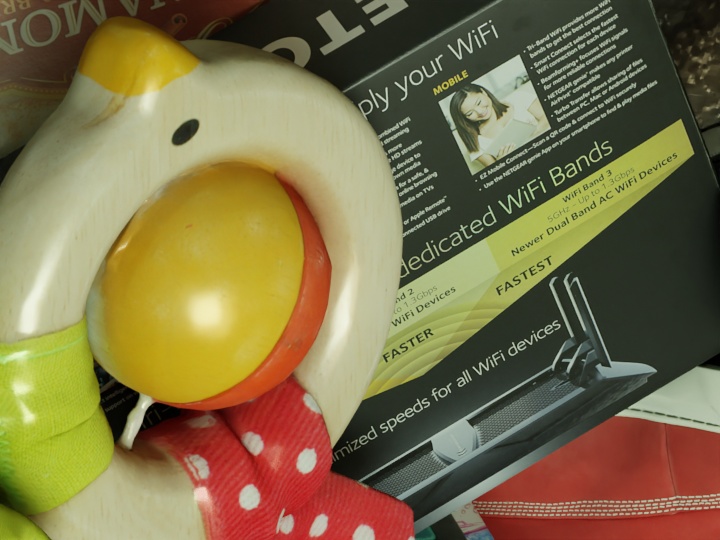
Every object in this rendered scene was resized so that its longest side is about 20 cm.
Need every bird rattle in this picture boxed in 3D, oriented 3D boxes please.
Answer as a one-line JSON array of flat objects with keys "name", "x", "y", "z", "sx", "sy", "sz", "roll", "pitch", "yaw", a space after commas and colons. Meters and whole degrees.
[{"name": "bird rattle", "x": -0.042, "y": 0.028, "z": 0.706, "sx": 0.200, "sy": 0.113, "sz": 0.164, "roll": 25, "pitch": 92, "yaw": -40}]

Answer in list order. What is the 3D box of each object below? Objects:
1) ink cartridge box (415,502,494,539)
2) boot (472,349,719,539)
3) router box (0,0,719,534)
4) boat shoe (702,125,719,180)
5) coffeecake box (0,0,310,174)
[{"name": "ink cartridge box", "x": -0.003, "y": 0.127, "z": 0.896, "sx": 0.067, "sy": 0.200, "sz": 0.117, "roll": 3, "pitch": 123, "yaw": -28}, {"name": "boot", "x": 0.111, "y": 0.087, "z": 0.894, "sx": 0.072, "sy": 0.199, "sz": 0.145, "roll": -20, "pitch": 105, "yaw": -48}, {"name": "router box", "x": 0.000, "y": 0.000, "z": 0.803, "sx": 0.199, "sy": 0.052, "sz": 0.158, "roll": -30, "pitch": 132, "yaw": -4}, {"name": "boat shoe", "x": 0.180, "y": -0.035, "z": 0.953, "sx": 0.200, "sy": 0.060, "sz": 0.076, "roll": -31, "pitch": 132, "yaw": -1}, {"name": "coffeecake box", "x": -0.065, "y": -0.055, "z": 0.814, "sx": 0.153, "sy": 0.073, "sz": 0.201, "roll": -20, "pitch": 131, "yaw": -12}]
